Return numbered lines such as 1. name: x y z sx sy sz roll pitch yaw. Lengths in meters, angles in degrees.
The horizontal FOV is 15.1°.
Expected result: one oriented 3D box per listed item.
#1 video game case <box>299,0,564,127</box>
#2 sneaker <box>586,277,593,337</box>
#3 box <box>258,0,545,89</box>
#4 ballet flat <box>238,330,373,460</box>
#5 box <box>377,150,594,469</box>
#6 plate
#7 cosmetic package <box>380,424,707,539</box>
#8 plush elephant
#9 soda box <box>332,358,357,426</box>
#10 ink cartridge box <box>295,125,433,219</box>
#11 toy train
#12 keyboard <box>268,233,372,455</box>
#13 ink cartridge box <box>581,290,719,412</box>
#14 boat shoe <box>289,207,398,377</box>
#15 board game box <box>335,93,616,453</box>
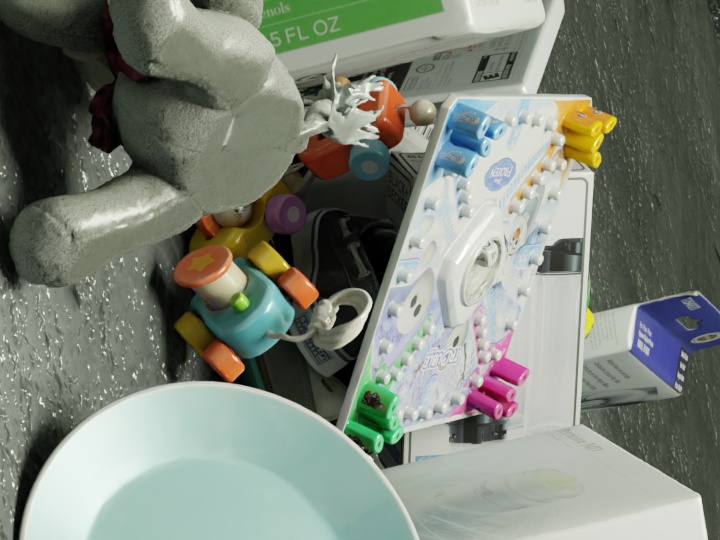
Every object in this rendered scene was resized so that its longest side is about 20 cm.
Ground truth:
1. video game case: 0.029 -0.129 1.713 0.200 0.181 0.023 -66 148 -65
2. sneaker: 0.097 0.054 1.902 0.200 0.078 0.085 -56 155 -32
3. box: -0.023 -0.196 1.549 0.200 0.199 0.172 -20 97 -74
4. ballet flat: -0.028 0.097 1.544 0.067 0.064 0.200 -161 -124 -74
5. box: 0.074 0.029 1.644 0.060 0.116 0.201 -128 -141 -69
6. plate: -0.063 0.146 1.251 0.026 0.200 0.201 128 -37 -56
7. cosmetic package: 0.065 0.173 1.437 0.199 0.199 0.123 -152 -128 -75
8. plush elephant: -0.103 -0.107 1.327 0.200 0.155 0.165 -11 133 -43
9. soda box: 0.028 0.043 1.782 0.200 0.070 0.064 -58 136 -68
10. ink cartridge box: 0.044 -0.059 1.771 0.146 0.086 0.200 35 23 -5
11. toy train: -0.040 -0.033 1.479 0.056 0.150 0.200 49 33 -30
12. keyboard: -0.042 0.021 1.617 0.200 0.040 0.104 67 11 3
13. ink cartridge box: 0.180 0.070 2.061 0.200 0.200 0.041 32 48 -68
14. boat shoe: 0.000 0.000 1.573 0.072 0.068 0.200 60 11 -10
15. board game box: 0.068 0.000 1.513 0.200 0.026 0.200 -7 118 -63
